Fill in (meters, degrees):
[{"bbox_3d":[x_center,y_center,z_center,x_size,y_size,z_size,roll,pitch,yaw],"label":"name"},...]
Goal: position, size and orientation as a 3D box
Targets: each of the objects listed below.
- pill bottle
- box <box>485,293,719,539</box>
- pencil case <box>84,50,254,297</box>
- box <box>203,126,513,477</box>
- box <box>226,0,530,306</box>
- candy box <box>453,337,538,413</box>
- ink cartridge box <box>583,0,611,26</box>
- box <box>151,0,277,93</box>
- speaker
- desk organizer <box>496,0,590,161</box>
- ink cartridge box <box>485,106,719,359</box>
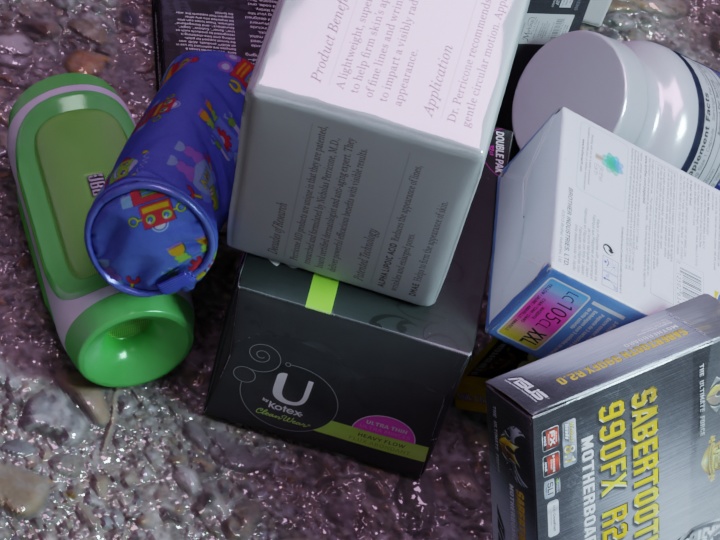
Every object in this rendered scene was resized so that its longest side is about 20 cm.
[{"bbox_3d":[0.198,-0.087,1.543,0.199,0.116,0.116,17,38,-44],"label":"pill bottle"},{"bbox_3d":[0.150,0.131,1.323,0.158,0.201,0.048,-19,32,-26],"label":"box"},{"bbox_3d":[-0.104,-0.060,1.401,0.087,0.078,0.200,54,26,-19],"label":"pencil case"},{"bbox_3d":[0.000,0.000,1.449,0.148,0.125,0.201,16,45,-3],"label":"box"},{"bbox_3d":[0.017,-0.119,1.306,0.130,0.200,0.200,17,65,1],"label":"box"},{"bbox_3d":[0.152,0.034,1.496,0.102,0.027,0.200,9,36,34],"label":"candy box"},{"bbox_3d":[0.171,-0.310,1.763,0.084,0.145,0.201,14,47,-7],"label":"ink cartridge box"},{"bbox_3d":[-0.072,-0.143,1.615,0.142,0.036,0.201,5,47,-13],"label":"box"},{"bbox_3d":[-0.164,-0.028,1.449,0.088,0.089,0.201,-5,51,-21],"label":"speaker"},{"bbox_3d":[0.091,-0.151,1.561,0.071,0.201,0.077,-2,48,-18],"label":"desk organizer"},{"bbox_3d":[0.180,0.010,1.407,0.199,0.076,0.137,25,46,-17],"label":"ink cartridge box"}]
